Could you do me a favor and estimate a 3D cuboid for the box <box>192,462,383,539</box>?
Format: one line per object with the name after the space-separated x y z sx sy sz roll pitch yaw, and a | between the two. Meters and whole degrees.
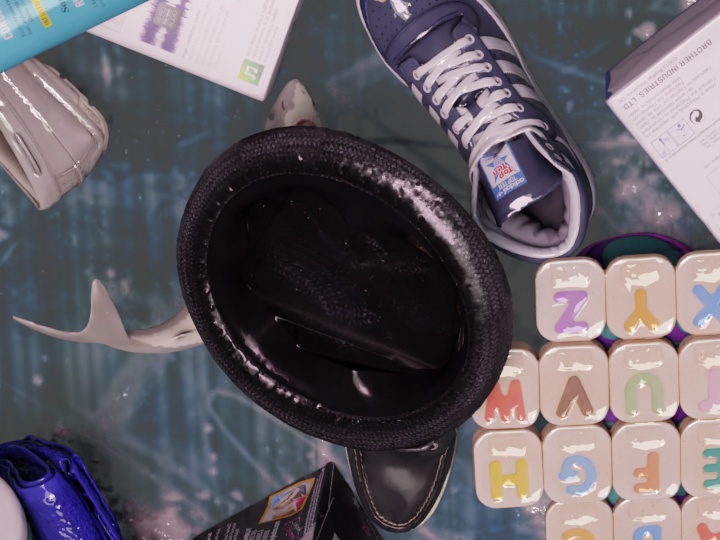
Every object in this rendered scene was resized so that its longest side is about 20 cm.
-0.018 0.247 1.466 0.114 0.132 0.201 -30 103 13 | box

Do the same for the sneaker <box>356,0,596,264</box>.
0.066 -0.090 1.352 0.070 0.109 0.200 -36 101 17 | sneaker

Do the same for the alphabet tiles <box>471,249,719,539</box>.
0.162 0.085 1.359 0.198 0.015 0.197 -3 110 1 | alphabet tiles

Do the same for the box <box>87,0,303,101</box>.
-0.121 -0.201 1.379 0.199 0.036 0.145 21 110 -2 | box

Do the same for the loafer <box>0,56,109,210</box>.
-0.237 -0.119 1.396 0.200 0.070 0.070 41 71 -7 | loafer

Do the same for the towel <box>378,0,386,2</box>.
-0.035 -0.253 1.310 0.147 0.036 0.202 3 97 -16 | towel

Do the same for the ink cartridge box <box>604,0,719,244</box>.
0.250 -0.068 1.353 0.136 0.076 0.200 -37 99 18 | ink cartridge box

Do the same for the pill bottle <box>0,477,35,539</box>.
-0.240 0.214 1.456 0.112 0.114 0.201 1 142 7 | pill bottle

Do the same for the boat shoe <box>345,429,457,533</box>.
0.026 0.075 1.436 0.074 0.066 0.201 12 110 3 | boat shoe

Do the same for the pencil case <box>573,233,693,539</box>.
0.168 0.085 1.412 0.092 0.085 0.201 -1 110 -2 | pencil case

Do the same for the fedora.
0.000 0.000 1.339 0.199 0.092 0.202 8 113 19 | fedora

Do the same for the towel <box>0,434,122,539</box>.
-0.159 0.194 1.473 0.049 0.148 0.201 -31 104 -16 | towel

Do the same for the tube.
-0.200 -0.147 1.348 0.199 0.050 0.078 -23 87 7 | tube

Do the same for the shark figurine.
-0.090 0.000 1.408 0.214 0.089 0.129 -44 119 -22 | shark figurine
